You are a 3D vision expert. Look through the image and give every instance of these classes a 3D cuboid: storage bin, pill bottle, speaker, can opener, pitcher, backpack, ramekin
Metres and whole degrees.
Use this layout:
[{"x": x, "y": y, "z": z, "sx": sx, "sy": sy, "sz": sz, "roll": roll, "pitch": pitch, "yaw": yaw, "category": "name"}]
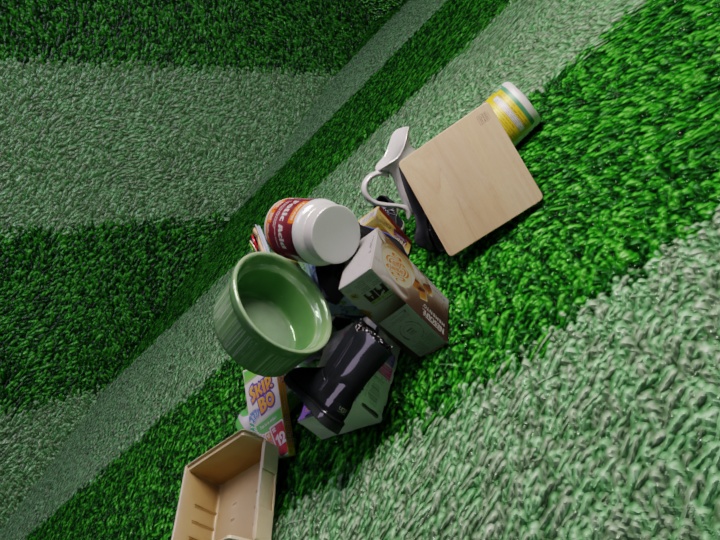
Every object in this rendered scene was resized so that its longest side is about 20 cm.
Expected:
[{"x": -0.244, "y": 0.428, "z": 1.156, "sx": 0.197, "sy": 0.093, "sz": 0.203, "roll": -37, "pitch": 34, "yaw": 29, "category": "storage bin"}, {"x": -0.088, "y": -0.070, "z": 1.132, "sx": 0.115, "sy": 0.114, "sz": 0.198, "roll": -54, "pitch": 27, "yaw": -14, "category": "pill bottle"}, {"x": -0.171, "y": 0.266, "z": 1.329, "sx": 0.201, "sy": 0.088, "sz": 0.088, "roll": -49, "pitch": 22, "yaw": 1, "category": "speaker"}, {"x": 0.270, "y": -0.285, "z": 1.339, "sx": 0.200, "sy": 0.112, "sz": 0.113, "roll": -44, "pitch": 22, "yaw": 13, "category": "pill bottle"}, {"x": 0.124, "y": -0.130, "z": 1.280, "sx": 0.077, "sy": 0.205, "sz": 0.063, "roll": -19, "pitch": 9, "yaw": 22, "category": "can opener"}, {"x": 0.109, "y": -0.171, "z": 1.347, "sx": 0.172, "sy": 0.199, "sz": 0.121, "roll": -49, "pitch": 22, "yaw": -2, "category": "pitcher"}, {"x": 0.000, "y": 0.000, "z": 1.269, "sx": 0.148, "sy": 0.196, "sz": 0.186, "roll": -53, "pitch": 41, "yaw": 36, "category": "backpack"}, {"x": -0.153, "y": 0.079, "z": 1.077, "sx": 0.098, "sy": 0.198, "sz": 0.202, "roll": -43, "pitch": 22, "yaw": 32, "category": "ramekin"}]

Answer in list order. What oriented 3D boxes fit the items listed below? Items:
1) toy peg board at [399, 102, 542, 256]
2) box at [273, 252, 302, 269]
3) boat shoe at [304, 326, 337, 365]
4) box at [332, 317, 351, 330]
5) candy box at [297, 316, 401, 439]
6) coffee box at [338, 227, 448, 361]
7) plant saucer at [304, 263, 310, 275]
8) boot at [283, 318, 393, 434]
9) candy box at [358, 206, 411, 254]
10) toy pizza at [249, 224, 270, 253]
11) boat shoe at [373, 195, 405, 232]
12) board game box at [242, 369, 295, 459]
[{"x": 0.208, "y": -0.166, "z": 1.197, "sx": 0.197, "sy": 0.203, "sz": 0.098, "roll": -32, "pitch": -6, "yaw": 16, "category": "toy peg board"}, {"x": -0.136, "y": 0.014, "z": 1.276, "sx": 0.049, "sy": 0.076, "sz": 0.200, "roll": -30, "pitch": 23, "yaw": -6, "category": "box"}, {"x": -0.102, "y": 0.154, "z": 1.275, "sx": 0.066, "sy": 0.076, "sz": 0.198, "roll": -8, "pitch": 1, "yaw": 22, "category": "boat shoe"}, {"x": -0.139, "y": 0.104, "z": 1.442, "sx": 0.108, "sy": 0.148, "sz": 0.198, "roll": -55, "pitch": 23, "yaw": -19, "category": "box"}, {"x": -0.013, "y": 0.190, "z": 1.171, "sx": 0.166, "sy": 0.071, "sz": 0.203, "roll": -28, "pitch": 31, "yaw": 42, "category": "candy box"}, {"x": 0.062, "y": 0.043, "z": 1.092, "sx": 0.079, "sy": 0.200, "sz": 0.116, "roll": -32, "pitch": 26, "yaw": 31, "category": "coffee box"}, {"x": -0.053, "y": -0.008, "z": 1.417, "sx": 0.198, "sy": 0.204, "sz": 0.027, "roll": -32, "pitch": -8, "yaw": 34, "category": "plant saucer"}, {"x": -0.037, "y": 0.159, "z": 1.068, "sx": 0.170, "sy": 0.076, "sz": 0.199, "roll": -55, "pitch": 27, "yaw": -6, "category": "boot"}, {"x": 0.007, "y": -0.045, "z": 1.445, "sx": 0.198, "sy": 0.117, "sz": 0.057, "roll": -33, "pitch": 21, "yaw": 33, "category": "candy box"}, {"x": -0.181, "y": 0.010, "z": 1.252, "sx": 0.031, "sy": 0.205, "sz": 0.200, "roll": -19, "pitch": 20, "yaw": -9, "category": "toy pizza"}, {"x": 0.063, "y": -0.122, "z": 1.539, "sx": 0.074, "sy": 0.062, "sz": 0.202, "roll": -38, "pitch": 26, "yaw": 18, "category": "boat shoe"}, {"x": -0.183, "y": 0.270, "z": 1.258, "sx": 0.094, "sy": 0.030, "sz": 0.206, "roll": -22, "pitch": 68, "yaw": 32, "category": "board game box"}]
